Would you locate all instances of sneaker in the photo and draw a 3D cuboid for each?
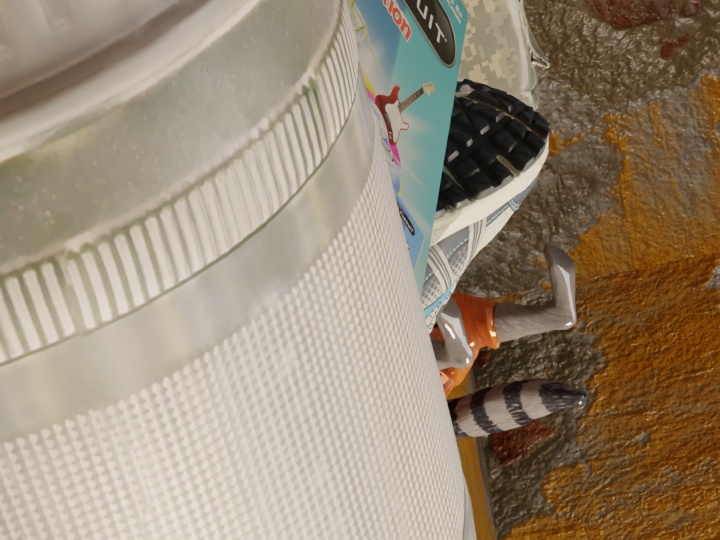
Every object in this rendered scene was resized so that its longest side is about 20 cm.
[{"bbox_3d":[0.000,0.000,0.823,0.200,0.077,0.087,-42,150,-33],"label":"sneaker"}]

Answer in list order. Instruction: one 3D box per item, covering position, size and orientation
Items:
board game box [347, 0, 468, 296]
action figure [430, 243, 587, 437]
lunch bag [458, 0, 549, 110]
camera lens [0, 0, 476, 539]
[{"bbox_3d":[-0.027,-0.070,0.721,0.151,0.047,0.201,53,34,-36],"label":"board game box"},{"bbox_3d":[-0.004,0.075,0.950,0.105,0.193,0.200,49,32,1],"label":"action figure"},{"bbox_3d":[-0.016,-0.140,1.063,0.118,0.198,0.165,-85,162,-69],"label":"lunch bag"},{"bbox_3d":[-0.069,0.009,0.424,0.160,0.159,0.201,-92,169,-58],"label":"camera lens"}]
